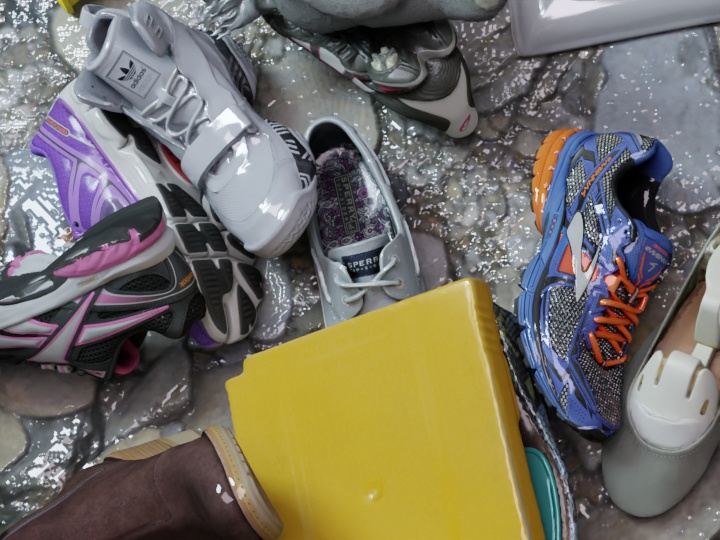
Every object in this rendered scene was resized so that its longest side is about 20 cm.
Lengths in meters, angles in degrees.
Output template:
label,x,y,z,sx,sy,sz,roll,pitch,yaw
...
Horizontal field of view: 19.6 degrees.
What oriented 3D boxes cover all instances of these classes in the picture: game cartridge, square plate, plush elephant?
label,x,y,z,sx,sy,sz,roll,pitch,yaw
game cartridge,0.015,0.124,1.172,0.176,0.032,0.200,-20,71,27
square plate,0.183,-0.244,1.324,0.200,0.028,0.198,-10,68,7
plush elephant,-0.028,-0.226,1.210,0.200,0.155,0.165,-14,43,14

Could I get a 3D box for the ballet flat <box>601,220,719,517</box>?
label,x,y,z,sx,sy,sz,roll,pitch,yaw
ballet flat,0.191,0.044,1.191,0.067,0.064,0.200,25,76,19

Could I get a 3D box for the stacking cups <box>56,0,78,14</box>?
label,x,y,z,sx,sy,sz,roll,pitch,yaw
stacking cups,-0.129,-0.251,1.371,0.200,0.061,0.061,-37,67,-4

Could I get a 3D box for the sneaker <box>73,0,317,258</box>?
label,x,y,z,sx,sy,sz,roll,pitch,yaw
sneaker,-0.105,-0.089,1.249,0.075,0.115,0.200,-49,43,21

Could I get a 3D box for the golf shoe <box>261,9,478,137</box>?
label,x,y,z,sx,sy,sz,roll,pitch,yaw
golf shoe,0.000,-0.145,1.302,0.077,0.088,0.200,-41,44,-2

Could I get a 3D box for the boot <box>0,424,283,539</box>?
label,x,y,z,sx,sy,sz,roll,pitch,yaw
boot,-0.137,0.152,1.153,0.166,0.200,0.072,-30,100,-15

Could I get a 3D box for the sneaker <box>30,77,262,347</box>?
label,x,y,z,sx,sy,sz,roll,pitch,yaw
sneaker,-0.135,-0.027,1.292,0.083,0.081,0.200,-45,67,22

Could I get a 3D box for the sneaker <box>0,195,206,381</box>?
label,x,y,z,sx,sy,sz,roll,pitch,yaw
sneaker,-0.176,0.034,1.243,0.200,0.086,0.080,-21,20,38

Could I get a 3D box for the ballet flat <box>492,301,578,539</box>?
label,x,y,z,sx,sy,sz,roll,pitch,yaw
ballet flat,0.089,0.104,1.185,0.074,0.074,0.200,-15,74,6

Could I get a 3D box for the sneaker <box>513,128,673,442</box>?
label,x,y,z,sx,sy,sz,roll,pitch,yaw
sneaker,0.139,0.001,1.196,0.078,0.075,0.200,-12,63,33

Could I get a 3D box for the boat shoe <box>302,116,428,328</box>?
label,x,y,z,sx,sy,sz,roll,pitch,yaw
boat shoe,0.001,-0.001,1.242,0.070,0.072,0.201,-19,66,4
